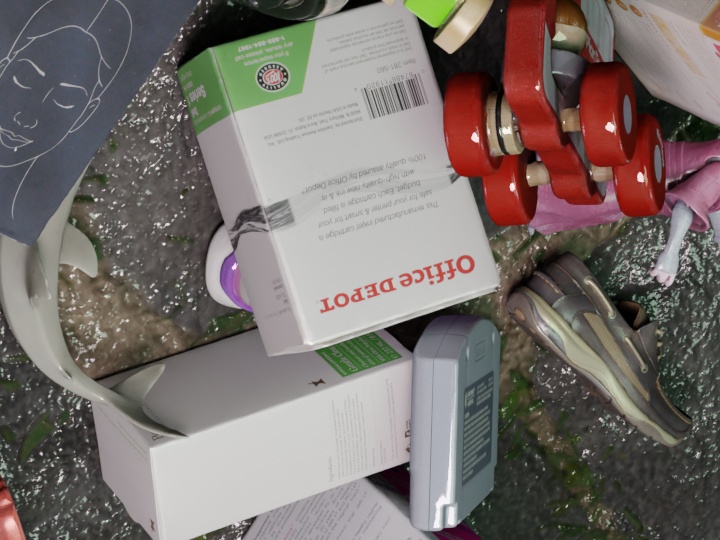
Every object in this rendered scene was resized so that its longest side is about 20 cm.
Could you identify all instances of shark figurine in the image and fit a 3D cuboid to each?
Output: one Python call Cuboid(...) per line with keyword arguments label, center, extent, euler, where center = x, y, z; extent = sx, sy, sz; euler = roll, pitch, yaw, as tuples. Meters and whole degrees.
Cuboid(label="shark figurine", center=(-0.191, 0.021, 1.688), extent=(0.128, 0.089, 0.215), euler=(-20, 107, -16))

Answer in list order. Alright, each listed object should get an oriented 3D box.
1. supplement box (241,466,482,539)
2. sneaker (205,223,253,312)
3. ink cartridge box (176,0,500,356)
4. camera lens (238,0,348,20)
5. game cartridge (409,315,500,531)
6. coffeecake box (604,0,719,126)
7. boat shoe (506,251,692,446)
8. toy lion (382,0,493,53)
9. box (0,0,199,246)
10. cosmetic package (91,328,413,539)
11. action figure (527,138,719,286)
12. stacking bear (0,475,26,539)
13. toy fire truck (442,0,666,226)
Cuboid(label="supplement box", center=(0.020, 0.207, 1.851), extent=(0.101, 0.200, 0.103), euler=(26, 97, -37))
Cuboid(label="sneaker", center=(0.000, 0.000, 1.809), extent=(0.200, 0.088, 0.081), euler=(-10, 116, -28))
Cuboid(label="ink cartridge box", center=(-0.015, -0.059, 1.718), extent=(0.146, 0.084, 0.200), euler=(-16, 89, -23))
Cuboid(label="camera lens", center=(-0.026, -0.262, 1.599), extent=(0.200, 0.160, 0.160), euler=(-51, 129, -20))
Cuboid(label="game cartridge", center=(0.065, 0.098, 1.837), extent=(0.041, 0.200, 0.133), euler=(-2, 93, 11))
Cuboid(label="coffeecake box", center=(0.242, -0.160, 1.802), extent=(0.073, 0.200, 0.154), euler=(-49, 128, -6))
Cuboid(label="boat shoe", center=(0.190, 0.058, 1.960), extent=(0.073, 0.074, 0.200), euler=(-49, 129, -1))
Cuboid(label="toy lion", center=(0.092, -0.239, 1.679), extent=(0.069, 0.192, 0.200), euler=(36, 130, -6))
Cuboid(label="box", center=(-0.224, -0.149, 1.512), extent=(0.197, 0.124, 0.200), euler=(-53, 140, 9))
Cuboid(label="cosmetic package", center=(-0.069, 0.102, 1.806), extent=(0.200, 0.108, 0.085), euler=(-18, 121, -24))
Cuboid(label="action figure", center=(0.210, -0.069, 1.860), extent=(0.200, 0.134, 0.149), euler=(-2, 96, 12))
Cuboid(label="stacking bear", center=(-0.312, 0.202, 1.715), extent=(0.200, 0.121, 0.114), euler=(-19, 115, -11))
Cuboid(label="toy fire truck", center=(0.126, -0.128, 1.711), extent=(0.200, 0.112, 0.168), euler=(49, 40, -62))
